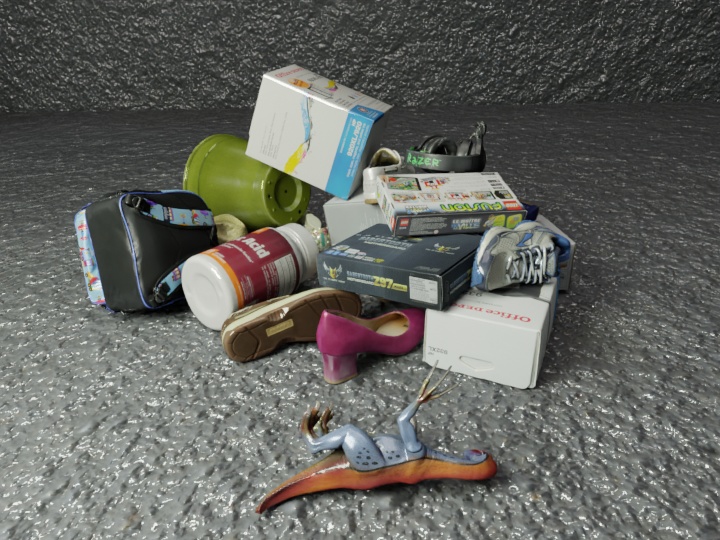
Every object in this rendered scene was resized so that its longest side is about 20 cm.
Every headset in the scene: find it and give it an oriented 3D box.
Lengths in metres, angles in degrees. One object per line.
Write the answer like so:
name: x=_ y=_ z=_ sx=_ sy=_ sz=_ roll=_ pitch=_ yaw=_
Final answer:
headset: x=0.157 y=-0.203 z=0.920 sx=0.122 sy=0.095 sz=0.199 roll=18 pitch=21 yaw=36

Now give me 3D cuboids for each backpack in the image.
backpack: x=-0.318 y=-0.036 z=0.872 sx=0.133 sy=0.185 sz=0.200 roll=-9 pitch=7 yaw=24

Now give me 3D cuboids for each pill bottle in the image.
pill bottle: x=-0.162 y=0.001 z=0.852 sx=0.113 sy=0.116 sz=0.199 roll=17 pitch=30 yaw=33

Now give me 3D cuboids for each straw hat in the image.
straw hat: x=-0.251 y=-0.055 z=1.011 sx=0.198 sy=0.086 sz=0.202 roll=-1 pitch=24 yaw=0

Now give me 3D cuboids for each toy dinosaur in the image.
toy dinosaur: x=0.033 y=0.187 z=0.537 sx=0.180 sy=0.105 sz=0.201 roll=23 pitch=70 yaw=20

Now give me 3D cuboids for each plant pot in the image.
plant pot: x=-0.206 y=-0.162 z=1.078 sx=0.191 sy=0.203 sz=0.200 roll=11 pitch=26 yaw=37

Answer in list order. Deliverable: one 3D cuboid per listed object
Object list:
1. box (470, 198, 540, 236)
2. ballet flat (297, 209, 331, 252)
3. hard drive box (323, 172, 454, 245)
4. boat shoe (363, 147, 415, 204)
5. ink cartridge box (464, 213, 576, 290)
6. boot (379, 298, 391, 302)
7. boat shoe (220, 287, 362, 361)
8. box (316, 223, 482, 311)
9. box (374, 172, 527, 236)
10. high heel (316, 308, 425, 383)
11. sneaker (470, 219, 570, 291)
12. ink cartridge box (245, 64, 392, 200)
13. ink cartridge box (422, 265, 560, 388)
box: x=0.212 y=-0.095 z=0.902 sx=0.120 sy=0.033 sz=0.200 roll=23 pitch=27 yaw=22
ballet flat: x=-0.104 y=-0.086 z=1.099 sx=0.075 sy=0.065 sz=0.200 roll=-13 pitch=27 yaw=-26
hard drive box: x=0.059 y=-0.109 z=0.967 sx=0.197 sy=0.078 sz=0.156 roll=0 pitch=24 yaw=25
boat shoe: x=0.049 y=-0.172 z=0.927 sx=0.070 sy=0.070 sz=0.200 roll=-6 pitch=22 yaw=17
ink cartridge box: x=0.238 y=-0.036 z=0.953 sx=0.197 sy=0.085 sz=0.176 roll=-1 pitch=23 yaw=-1
boot: x=0.000 y=-0.001 z=0.921 sx=0.142 sy=0.072 sz=0.201 roll=0 pitch=21 yaw=16
boat shoe: x=-0.099 y=0.061 z=0.773 sx=0.200 sy=0.076 sz=0.075 roll=-13 pitch=21 yaw=-23
box: x=0.062 y=-0.013 z=0.765 sx=0.198 sy=0.052 sz=0.157 roll=12 pitch=26 yaw=35
box: x=0.129 y=-0.100 z=0.811 sx=0.197 sy=0.035 sz=0.111 roll=-3 pitch=41 yaw=-14
high heel: x=0.022 y=0.065 z=0.727 sx=0.198 sy=0.097 sz=0.067 roll=-20 pitch=31 yaw=-35
sneaker: x=0.218 y=-0.019 z=0.727 sx=0.085 sy=0.078 sz=0.199 roll=23 pitch=33 yaw=36
ink cartridge box: x=-0.071 y=-0.244 z=0.958 sx=0.198 sy=0.146 sz=0.147 roll=24 pitch=30 yaw=5
ink cartridge box: x=0.184 y=0.057 z=0.753 sx=0.143 sy=0.085 sz=0.200 roll=10 pitch=27 yaw=23
